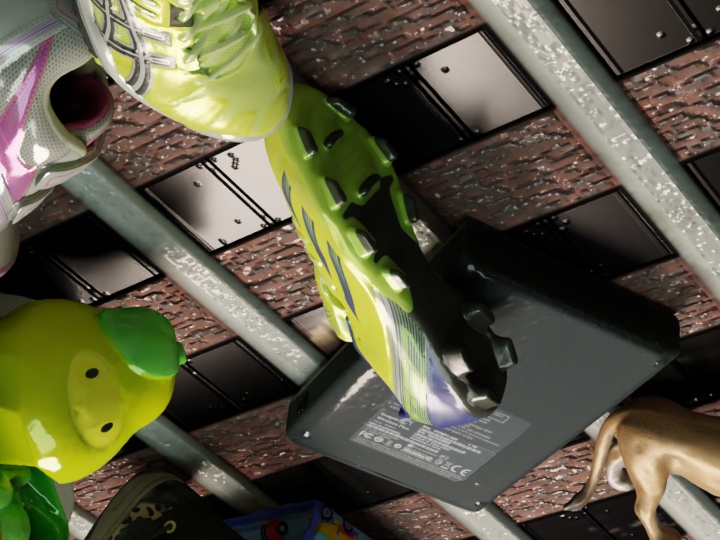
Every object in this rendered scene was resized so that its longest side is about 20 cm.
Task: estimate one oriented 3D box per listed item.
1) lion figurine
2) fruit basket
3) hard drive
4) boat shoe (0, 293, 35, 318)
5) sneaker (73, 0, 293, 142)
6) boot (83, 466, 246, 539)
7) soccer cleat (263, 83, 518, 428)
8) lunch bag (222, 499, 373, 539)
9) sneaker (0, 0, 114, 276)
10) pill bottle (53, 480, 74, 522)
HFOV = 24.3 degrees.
[{"bbox_3d":[0.205,0.103,0.936,0.197,0.073,0.123,-1,134,16],"label":"lion figurine"},{"bbox_3d":[-0.196,0.080,0.863,0.213,0.156,0.218,6,112,16],"label":"fruit basket"},{"bbox_3d":[0.064,0.061,0.932,0.138,0.033,0.200,23,139,-19],"label":"hard drive"},{"bbox_3d":[-0.256,0.062,0.959,0.198,0.057,0.069,-10,139,20],"label":"boat shoe"},{"bbox_3d":[-0.080,-0.117,0.679,0.075,0.076,0.200,-45,135,-8],"label":"sneaker"},{"bbox_3d":[-0.125,0.230,1.002,0.150,0.201,0.073,20,160,41],"label":"boot"},{"bbox_3d":[0.000,0.001,0.816,0.083,0.065,0.201,-14,121,38],"label":"soccer cleat"},{"bbox_3d":[-0.067,0.228,1.131,0.198,0.095,0.150,-7,143,42],"label":"lunch bag"},{"bbox_3d":[-0.160,-0.061,0.774,0.087,0.082,0.201,12,142,-4],"label":"sneaker"},{"bbox_3d":[-0.252,0.183,1.065,0.110,0.112,0.200,22,139,-18],"label":"pill bottle"}]
